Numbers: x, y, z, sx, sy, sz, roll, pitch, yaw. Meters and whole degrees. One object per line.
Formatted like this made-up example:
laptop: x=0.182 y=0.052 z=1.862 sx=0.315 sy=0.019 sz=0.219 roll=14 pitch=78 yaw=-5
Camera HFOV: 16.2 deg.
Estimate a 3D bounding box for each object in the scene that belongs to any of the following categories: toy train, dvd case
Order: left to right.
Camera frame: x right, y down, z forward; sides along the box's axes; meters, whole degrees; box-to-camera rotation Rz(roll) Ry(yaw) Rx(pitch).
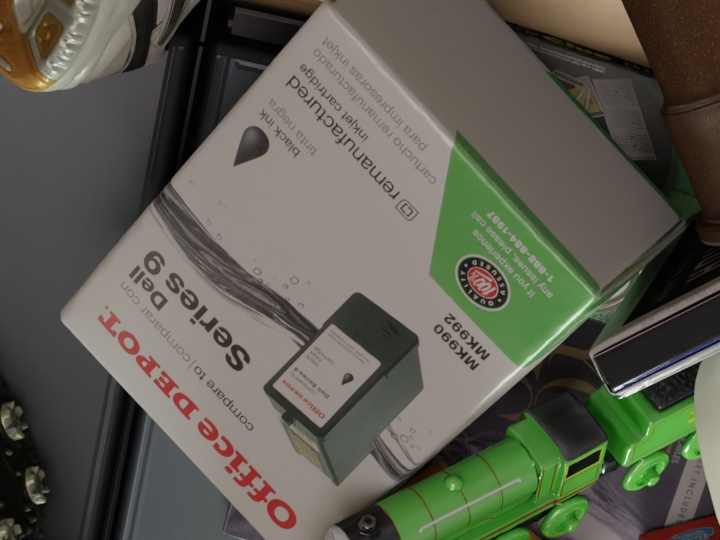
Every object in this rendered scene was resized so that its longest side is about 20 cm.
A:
dvd case: x=0.055 y=0.072 z=1.069 sx=0.200 sy=0.016 sz=0.149 roll=15 pitch=111 yaw=-2
toy train: x=0.065 y=0.080 z=0.976 sx=0.200 sy=0.042 sz=0.056 roll=-25 pitch=149 yaw=-24
dvd case: x=0.184 y=-0.028 z=0.901 sx=0.200 sy=0.150 sz=0.025 roll=-28 pitch=97 yaw=24

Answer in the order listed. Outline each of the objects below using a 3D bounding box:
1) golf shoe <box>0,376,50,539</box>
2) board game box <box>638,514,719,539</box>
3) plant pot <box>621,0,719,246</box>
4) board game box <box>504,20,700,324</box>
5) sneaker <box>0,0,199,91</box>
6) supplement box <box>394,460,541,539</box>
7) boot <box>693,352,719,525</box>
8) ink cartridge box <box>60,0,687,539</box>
golf shoe: x=-0.172 y=0.122 z=1.077 sx=0.088 sy=0.077 sz=0.200 roll=-13 pitch=109 yaw=17
board game box: x=0.233 y=0.160 z=1.067 sx=0.200 sy=0.040 sz=0.153 roll=-16 pitch=109 yaw=5
plant pot: x=0.162 y=-0.143 z=0.891 sx=0.200 sy=0.200 sz=0.198 roll=-28 pitch=96 yaw=14
board game box: x=0.103 y=-0.031 z=1.016 sx=0.200 sy=0.023 sz=0.105 roll=19 pitch=101 yaw=-2
sneaker: x=-0.072 y=-0.155 z=0.951 sx=0.076 sy=0.088 sz=0.200 roll=52 pitch=124 yaw=23
supplement box: x=0.022 y=0.194 z=1.006 sx=0.110 sy=0.200 sz=0.109 roll=39 pitch=123 yaw=-16
boot: x=0.221 y=0.096 z=0.954 sx=0.144 sy=0.072 sz=0.200 roll=-13 pitch=120 yaw=37
ink cartridge box: x=0.000 y=0.000 z=0.963 sx=0.146 sy=0.084 sz=0.200 roll=47 pitch=128 yaw=4
